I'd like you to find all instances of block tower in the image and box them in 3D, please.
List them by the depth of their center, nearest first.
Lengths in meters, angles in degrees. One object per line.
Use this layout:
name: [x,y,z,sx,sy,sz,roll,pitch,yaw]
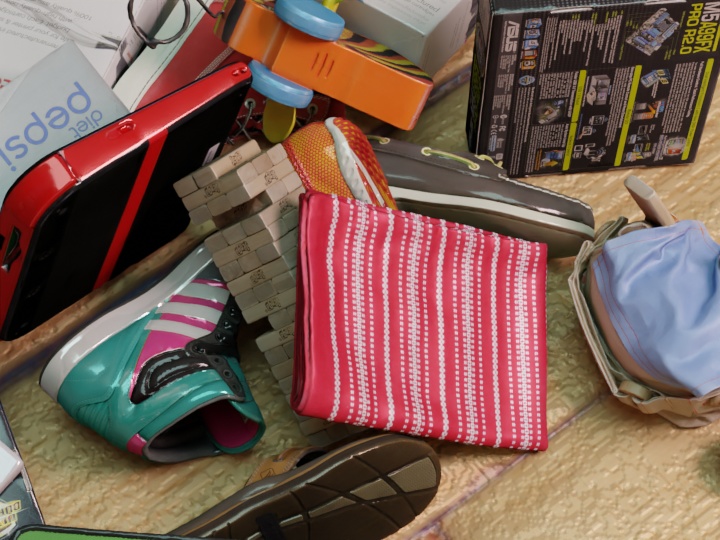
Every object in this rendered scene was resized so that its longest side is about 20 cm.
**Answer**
block tower: [-0.040,0.017,1.346,0.058,0.054,0.200,-37,100,-51]

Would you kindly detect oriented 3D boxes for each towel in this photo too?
towel: [0.041,0.033,1.344,0.200,0.022,0.145,11,72,-34]

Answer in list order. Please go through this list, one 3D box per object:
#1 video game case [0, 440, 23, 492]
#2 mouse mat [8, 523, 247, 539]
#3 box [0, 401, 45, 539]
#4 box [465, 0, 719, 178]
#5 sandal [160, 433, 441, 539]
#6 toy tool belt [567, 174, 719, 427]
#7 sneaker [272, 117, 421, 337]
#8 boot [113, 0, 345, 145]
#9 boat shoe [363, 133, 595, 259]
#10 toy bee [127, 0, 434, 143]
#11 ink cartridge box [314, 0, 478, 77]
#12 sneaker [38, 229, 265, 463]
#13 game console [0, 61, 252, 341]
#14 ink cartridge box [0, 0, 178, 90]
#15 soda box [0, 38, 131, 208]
video game case: [-0.337,0.118,1.280,0.200,0.023,0.182,41,76,2]
mouse mat: [-0.118,0.238,1.275,0.200,0.008,0.161,5,84,0]
box: [-0.312,0.126,1.318,0.200,0.046,0.159,-20,82,-12]
box: [0.155,-0.134,1.415,0.160,0.200,0.044,-6,61,-4]
sandal: [-0.046,0.147,1.335,0.200,0.082,0.055,-24,42,-7]
toy tool belt: [0.217,0.042,1.362,0.125,0.123,0.200,-25,65,-15]
sneaker: [0.000,0.000,1.394,0.077,0.073,0.200,-24,90,18]
boot: [-0.093,-0.097,1.464,0.144,0.072,0.200,24,59,10]
boat shoe: [0.063,-0.054,1.440,0.201,0.072,0.061,10,65,7]
toy bee: [-0.049,-0.163,1.409,0.131,0.200,0.109,-44,23,11]
ink cartridge box: [0.043,-0.220,1.509,0.115,0.068,0.200,30,50,13]
sneaker: [-0.092,0.054,1.370,0.200,0.084,0.121,-37,71,-23]
game console: [-0.159,-0.041,1.341,0.177,0.200,0.031,-36,78,-32]
ink cartridge box: [-0.225,-0.165,1.481,0.145,0.084,0.200,18,57,6]
soda box: [-0.240,-0.056,1.342,0.200,0.063,0.068,-37,82,-12]
